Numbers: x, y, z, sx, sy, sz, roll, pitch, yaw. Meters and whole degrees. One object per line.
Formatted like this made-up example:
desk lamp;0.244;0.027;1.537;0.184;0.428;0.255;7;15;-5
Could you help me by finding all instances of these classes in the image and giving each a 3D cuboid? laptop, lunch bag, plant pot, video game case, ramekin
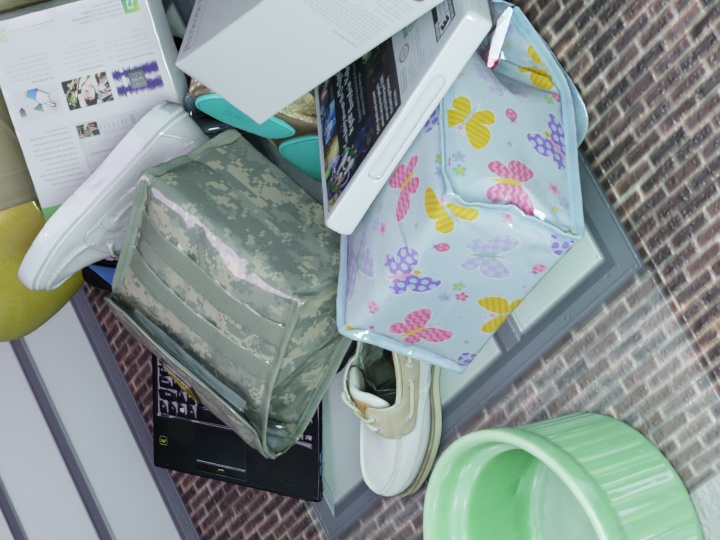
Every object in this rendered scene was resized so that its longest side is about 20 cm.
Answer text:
laptop;-0.129;0.088;1.816;0.177;0.103;0.201;9;105;34
lunch bag;0.068;-0.063;1.514;0.170;0.127;0.201;-53;29;43
plant pot;-0.293;-0.053;1.969;0.142;0.200;0.201;-23;84;40
video game case;0.024;-0.147;1.508;0.182;0.023;0.200;-55;23;29
lunch bag;-0.094;0.029;1.643;0.164;0.117;0.200;40;135;21
ramekin;0.142;0.193;1.534;0.200;0.097;0.201;24;121;47

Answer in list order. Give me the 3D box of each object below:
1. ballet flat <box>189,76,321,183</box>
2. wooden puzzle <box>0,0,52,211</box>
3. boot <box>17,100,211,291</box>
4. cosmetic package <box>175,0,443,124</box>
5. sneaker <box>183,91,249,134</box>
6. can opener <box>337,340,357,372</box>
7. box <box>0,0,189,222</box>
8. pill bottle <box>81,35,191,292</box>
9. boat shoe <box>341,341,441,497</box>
ballet flat;-0.045;-0.118;1.633;0.070;0.200;0.066;-4;68;34
wooden puzzle;-0.260;-0.164;1.868;0.037;0.185;0.201;19;118;38
boot;-0.176;-0.031;1.739;0.096;0.074;0.200;46;116;4
cosmetic package;-0.026;-0.194;1.492;0.200;0.081;0.113;-29;36;42
sneaker;-0.067;-0.150;1.690;0.080;0.095;0.200;62;143;12
can opener;0.000;0.000;1.688;0.063;0.078;0.200;57;131;31
box;-0.201;-0.118;1.776;0.144;0.036;0.201;-11;106;18
pill bottle;-0.190;-0.089;1.864;0.112;0.112;0.201;25;121;47
boat shoe;0.020;0.086;1.684;0.075;0.068;0.201;36;129;41
